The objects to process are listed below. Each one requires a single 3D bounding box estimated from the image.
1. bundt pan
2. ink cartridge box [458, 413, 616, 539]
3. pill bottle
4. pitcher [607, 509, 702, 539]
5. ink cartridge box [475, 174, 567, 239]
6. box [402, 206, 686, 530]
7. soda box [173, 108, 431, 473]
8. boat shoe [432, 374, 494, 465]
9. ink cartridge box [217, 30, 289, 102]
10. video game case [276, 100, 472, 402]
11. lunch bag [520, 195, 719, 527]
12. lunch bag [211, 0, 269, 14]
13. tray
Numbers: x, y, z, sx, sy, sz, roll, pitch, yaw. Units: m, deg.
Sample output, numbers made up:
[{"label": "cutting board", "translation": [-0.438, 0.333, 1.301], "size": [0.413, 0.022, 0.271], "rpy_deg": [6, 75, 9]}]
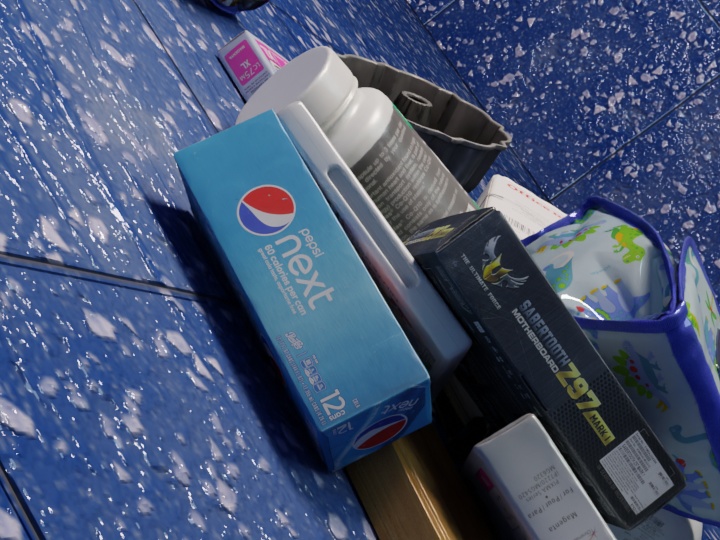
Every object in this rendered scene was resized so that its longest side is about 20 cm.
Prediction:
[{"label": "bundt pan", "translation": [0.041, -0.133, 1.358], "size": [0.202, 0.076, 0.202], "rpy_deg": [21, 19, -8]}, {"label": "ink cartridge box", "translation": [0.125, 0.183, 0.856], "size": [0.174, 0.044, 0.200], "rpy_deg": [58, -8, 12]}, {"label": "pill bottle", "translation": [0.003, -0.066, 1.073], "size": [0.200, 0.113, 0.113], "rpy_deg": [48, 13, -24]}, {"label": "pitcher", "translation": [0.166, 0.163, 1.084], "size": [0.171, 0.121, 0.200], "rpy_deg": [29, 8, -12]}, {"label": "ink cartridge box", "translation": [0.174, -0.007, 1.457], "size": [0.146, 0.083, 0.200], "rpy_deg": [31, 21, -2]}, {"label": "box", "translation": [0.099, 0.058, 0.864], "size": [0.200, 0.051, 0.158], "rpy_deg": [55, -11, -4]}, {"label": "soda box", "translation": [-0.034, 0.009, 0.800], "size": [0.200, 0.068, 0.064], "rpy_deg": [60, -11, 26]}, {"label": "boat shoe", "translation": [0.087, 0.110, 1.017], "size": [0.066, 0.075, 0.200], "rpy_deg": [1, 58, -39]}, {"label": "ink cartridge box", "translation": [-0.039, -0.107, 1.209], "size": [0.200, 0.042, 0.119], "rpy_deg": [60, 15, 23]}, {"label": "video game case", "translation": [0.000, 0.000, 0.917], "size": [0.182, 0.023, 0.200], "rpy_deg": [55, -11, 10]}, {"label": "lunch bag", "translation": [0.187, 0.063, 0.932], "size": [0.170, 0.127, 0.200], "rpy_deg": [62, -5, -23]}, {"label": "lunch bag", "translation": [-0.142, -0.338, 1.286], "size": [0.170, 0.124, 0.200], "rpy_deg": [55, -1, 8]}, {"label": "tray", "translation": [0.036, 0.135, 0.828], "size": [0.099, 0.037, 0.200], "rpy_deg": [36, 22, -53]}]
